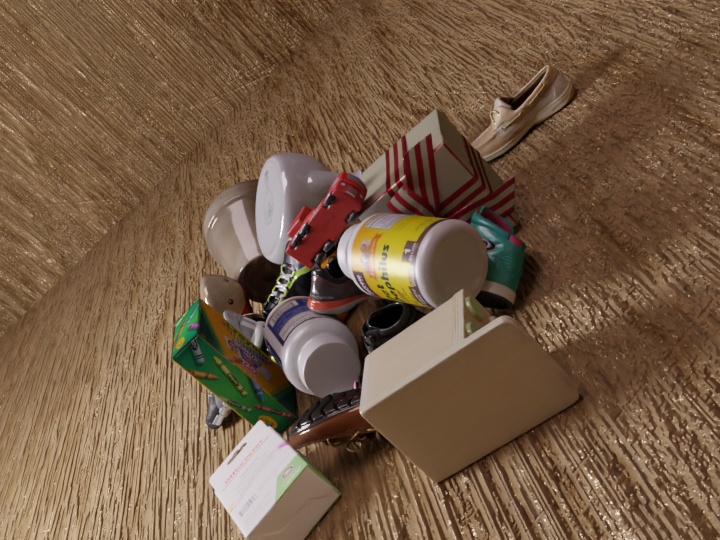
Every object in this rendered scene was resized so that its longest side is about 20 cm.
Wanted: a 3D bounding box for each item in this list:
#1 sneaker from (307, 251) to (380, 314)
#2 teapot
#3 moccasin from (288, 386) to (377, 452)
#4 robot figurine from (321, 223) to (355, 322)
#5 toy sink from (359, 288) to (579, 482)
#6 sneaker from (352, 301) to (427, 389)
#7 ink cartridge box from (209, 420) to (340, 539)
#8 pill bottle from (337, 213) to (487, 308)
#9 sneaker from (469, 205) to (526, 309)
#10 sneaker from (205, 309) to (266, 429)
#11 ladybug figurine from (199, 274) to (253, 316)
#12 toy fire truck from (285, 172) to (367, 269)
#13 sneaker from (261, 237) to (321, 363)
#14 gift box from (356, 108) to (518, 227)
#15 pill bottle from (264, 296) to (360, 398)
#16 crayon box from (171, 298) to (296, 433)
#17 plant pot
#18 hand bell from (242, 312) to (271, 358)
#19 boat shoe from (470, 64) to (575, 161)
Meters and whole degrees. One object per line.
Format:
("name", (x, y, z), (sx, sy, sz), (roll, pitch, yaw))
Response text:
("sneaker", (0.000, 0.000, 1.471), (0.077, 0.082, 0.200), (10, 22, 34))
("teapot", (-0.085, -0.098, 1.662), (0.200, 0.145, 0.199), (-135, 50, -60))
("moccasin", (0.000, 0.184, 1.237), (0.201, 0.078, 0.074), (-24, 15, 19))
("robot figurine", (-0.024, -0.001, 1.636), (0.145, 0.058, 0.200), (-12, 40, 54))
("toy sink", (0.117, 0.111, 1.087), (0.200, 0.130, 0.112), (-37, 23, 25))
("sneaker", (0.018, 0.116, 1.298), (0.200, 0.099, 0.071), (-43, 24, 12))
("ink cartridge box", (-0.116, 0.280, 1.298), (0.117, 0.067, 0.200), (-49, 23, -8))
("pill bottle", (0.058, -0.015, 1.258), (0.200, 0.109, 0.109), (9, 57, 54))
("sneaker", (0.142, -0.023, 1.308), (0.200, 0.083, 0.121), (8, 71, 55))
("sneaker", (-0.232, 0.149, 1.612), (0.201, 0.115, 0.075), (-63, 4, 13))
("ladybug figurine", (-0.225, 0.076, 1.751), (0.072, 0.200, 0.136), (-17, 65, -3))
("toy fire truck", (-0.049, -0.078, 1.433), (0.200, 0.049, 0.141), (-49, 13, 38))
("sneaker", (-0.110, 0.049, 1.550), (0.082, 0.201, 0.072), (-8, 14, -37))
("gift box", (0.110, -0.111, 1.417), (0.200, 0.184, 0.187), (-44, 19, 21))
("pill bottle", (-0.066, 0.112, 1.442), (0.111, 0.111, 0.200), (-47, 21, -2))
("crayon box", (-0.184, 0.145, 1.479), (0.058, 0.200, 0.119), (-42, 22, 11))
("plant pot", (-0.182, -0.037, 1.851), (0.200, 0.200, 0.174), (-39, 39, 17))
("hand bell", (-0.153, 0.082, 1.719), (0.104, 0.104, 0.200), (-38, 12, 20))
("boat shoe", (0.237, -0.246, 1.574), (0.200, 0.069, 0.074), (-38, 23, 19))
